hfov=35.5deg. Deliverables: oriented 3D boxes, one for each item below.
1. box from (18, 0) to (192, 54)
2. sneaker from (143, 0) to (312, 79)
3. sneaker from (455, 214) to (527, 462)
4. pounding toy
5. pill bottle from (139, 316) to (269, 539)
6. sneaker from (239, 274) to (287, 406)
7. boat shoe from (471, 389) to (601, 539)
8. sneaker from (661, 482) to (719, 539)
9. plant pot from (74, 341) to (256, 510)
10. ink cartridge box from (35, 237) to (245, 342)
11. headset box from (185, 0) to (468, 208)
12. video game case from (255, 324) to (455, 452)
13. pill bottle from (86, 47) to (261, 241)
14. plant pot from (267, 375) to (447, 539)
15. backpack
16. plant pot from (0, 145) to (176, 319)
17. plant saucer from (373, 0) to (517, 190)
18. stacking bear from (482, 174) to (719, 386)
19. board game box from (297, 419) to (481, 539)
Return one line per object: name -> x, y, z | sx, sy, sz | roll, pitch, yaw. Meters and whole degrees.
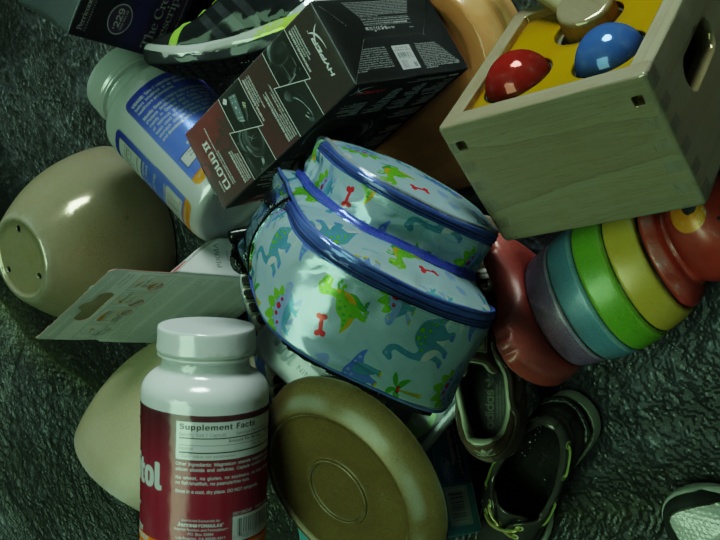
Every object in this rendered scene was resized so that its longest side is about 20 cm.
box -> -0.204, -0.308, 1.024 | 0.079, 0.141, 0.201 | 34, 106, 28
sneaker -> -0.107, -0.231, 1.037 | 0.198, 0.072, 0.084 | -7, 83, 17
sneaker -> 0.104, 0.051, 0.901 | 0.070, 0.075, 0.202 | -7, 83, 14
pounding toy -> 0.155, -0.146, 0.789 | 0.183, 0.201, 0.143 | -10, 125, 41
pill bottle -> -0.135, 0.146, 0.978 | 0.112, 0.112, 0.202 | 8, 100, 38
sneaker -> -0.079, 0.056, 1.072 | 0.089, 0.078, 0.202 | 150, 113, -68
boat shoe -> 0.137, 0.191, 0.971 | 0.072, 0.060, 0.203 | 36, 123, 25
sneaker -> 0.300, 0.240, 0.833 | 0.200, 0.087, 0.076 | 41, 127, 25
plant pot -> -0.167, 0.139, 1.124 | 0.200, 0.200, 0.135 | 35, 109, 27
ink cartridge box -> -0.198, 0.020, 1.109 | 0.161, 0.199, 0.051 | -35, 60, 40
headset box -> -0.034, -0.131, 0.914 | 0.200, 0.148, 0.078 | -36, 79, 41
video game case -> 0.028, 0.050, 0.975 | 0.182, 0.023, 0.200 | 41, 97, 14
pill bottle -> -0.178, -0.133, 1.106 | 0.200, 0.112, 0.113 | 45, 127, 21
plant pot -> -0.014, 0.187, 0.977 | 0.199, 0.027, 0.202 | 20, 126, 31
backpack -> 0.010, -0.003, 0.815 | 0.182, 0.200, 0.148 | 24, 106, -17
plant pot -> -0.319, -0.026, 1.240 | 0.199, 0.134, 0.202 | 13, 112, 36
plant saucer -> 0.052, -0.165, 0.955 | 0.199, 0.037, 0.202 | 12, 110, 37
stacking bear -> 0.205, -0.003, 0.830 | 0.199, 0.113, 0.122 | -30, 48, 30
board game box -> 0.013, 0.185, 1.053 | 0.199, 0.047, 0.153 | -25, 69, 44
